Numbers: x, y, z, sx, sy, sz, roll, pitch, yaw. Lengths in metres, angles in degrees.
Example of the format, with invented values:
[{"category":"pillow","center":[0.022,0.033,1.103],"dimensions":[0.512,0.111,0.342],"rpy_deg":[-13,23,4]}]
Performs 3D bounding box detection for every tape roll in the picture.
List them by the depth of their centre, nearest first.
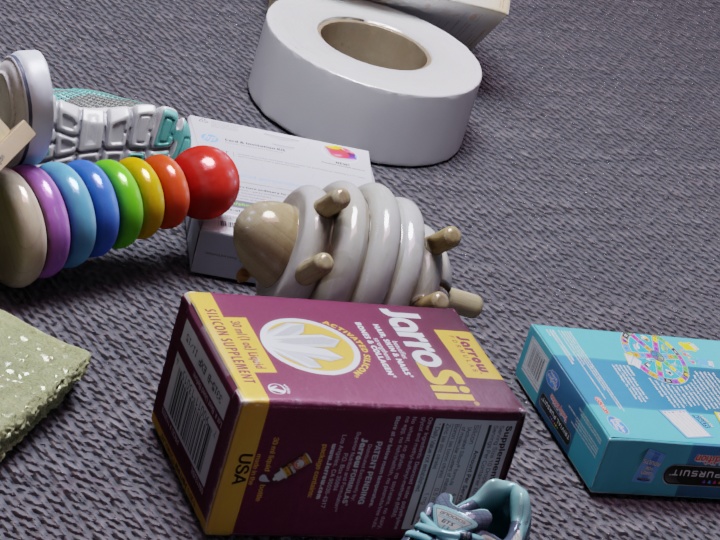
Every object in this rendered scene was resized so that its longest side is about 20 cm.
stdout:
[{"category":"tape roll","center":[0.004,-0.170,2.033],"dimensions":[0.201,0.071,0.203],"rpy_deg":[13,26,-7]}]

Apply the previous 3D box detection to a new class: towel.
[{"category":"towel","center":[-0.266,0.069,1.445],"dimensions":[0.147,0.037,0.200],"rpy_deg":[23,26,9]}]

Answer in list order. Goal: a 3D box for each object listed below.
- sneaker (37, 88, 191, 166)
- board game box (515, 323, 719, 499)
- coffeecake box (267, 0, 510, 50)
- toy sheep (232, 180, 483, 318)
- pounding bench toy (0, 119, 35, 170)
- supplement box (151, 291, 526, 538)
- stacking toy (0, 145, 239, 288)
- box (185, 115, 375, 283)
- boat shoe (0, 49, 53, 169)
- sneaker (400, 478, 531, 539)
[{"category":"sneaker","center":[-0.236,-0.110,1.792],"dimensions":[0.198,0.078,0.091],"rpy_deg":[10,10,-21]},{"category":"board game box","center":[0.230,0.104,1.664],"dimensions":[0.198,0.047,0.151],"rpy_deg":[6,28,-23]},{"category":"coffeecake box","center":[0.027,-0.270,2.152],"dimensions":[0.198,0.074,0.153],"rpy_deg":[11,-13,-12]},{"category":"toy sheep","center":[0.000,0.000,1.636],"dimensions":[0.199,0.138,0.138],"rpy_deg":[23,23,-19]},{"category":"pounding bench toy","center":[-0.339,-0.074,1.488],"dimensions":[0.156,0.124,0.200],"rpy_deg":[49,34,-12]},{"category":"supplement box","center":[-0.016,0.093,1.472],"dimensions":[0.198,0.104,0.131],"rpy_deg":[4,28,-26]},{"category":"stacking toy","center":[-0.174,-0.051,1.644],"dimensions":[0.199,0.086,0.085],"rpy_deg":[-17,41,-35]},{"category":"box","center":[-0.060,-0.049,1.793],"dimensions":[0.155,0.041,0.200],"rpy_deg":[10,28,-13]},{"category":"boat shoe","center":[-0.279,-0.101,1.631],"dimensions":[0.085,0.075,0.202],"rpy_deg":[-9,-8,-26]},{"category":"sneaker","center":[0.036,0.176,1.361],"dimensions":[0.077,0.087,0.200],"rpy_deg":[28,28,23]}]
